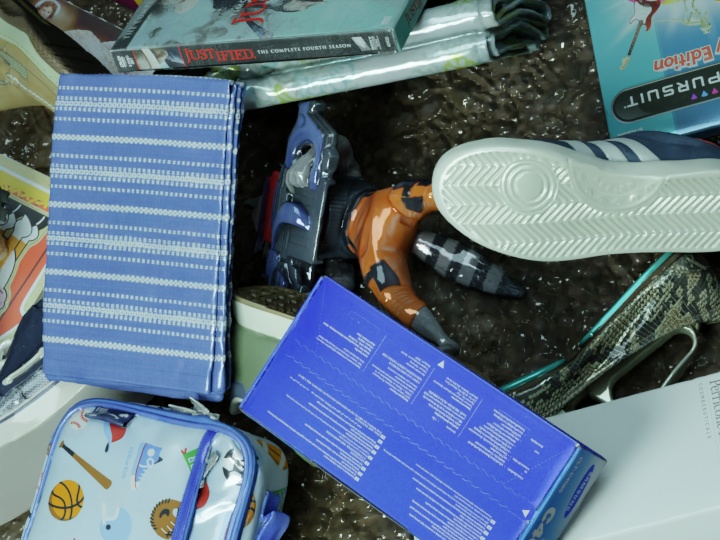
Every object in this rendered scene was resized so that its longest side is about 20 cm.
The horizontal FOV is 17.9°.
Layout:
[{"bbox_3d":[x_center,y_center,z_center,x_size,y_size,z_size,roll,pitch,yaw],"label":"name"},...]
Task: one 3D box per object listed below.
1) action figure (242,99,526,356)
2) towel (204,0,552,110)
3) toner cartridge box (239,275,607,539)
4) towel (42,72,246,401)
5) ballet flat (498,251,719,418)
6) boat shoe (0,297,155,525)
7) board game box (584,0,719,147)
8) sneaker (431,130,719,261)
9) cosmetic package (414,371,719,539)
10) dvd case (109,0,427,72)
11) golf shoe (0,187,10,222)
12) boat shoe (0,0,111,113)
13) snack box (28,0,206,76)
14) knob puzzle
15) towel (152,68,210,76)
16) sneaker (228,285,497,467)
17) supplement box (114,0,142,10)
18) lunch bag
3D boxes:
[{"bbox_3d":[0.000,0.000,1.484,0.193,0.104,0.201,25,105,35],"label":"action figure"},{"bbox_3d":[0.014,-0.145,1.489,0.199,0.171,0.048,-10,94,17],"label":"towel"},{"bbox_3d":[0.033,0.092,1.298,0.200,0.043,0.095,34,92,32],"label":"toner cartridge box"},{"bbox_3d":[-0.137,-0.023,1.442,0.144,0.024,0.201,4,91,30],"label":"towel"},{"bbox_3d":[0.142,0.068,1.397,0.200,0.068,0.075,-36,83,-1],"label":"ballet flat"},{"bbox_3d":[-0.223,0.089,1.524,0.200,0.075,0.093,-36,47,-5],"label":"boat shoe"},{"bbox_3d":[0.225,-0.169,1.488,0.150,0.047,0.201,-15,60,14],"label":"board game box"},{"bbox_3d":[0.141,-0.052,1.400,0.199,0.075,0.085,6,22,-4],"label":"sneaker"},{"bbox_3d":[0.136,0.144,1.330,0.199,0.085,0.108,-18,40,13],"label":"cosmetic package"},{"bbox_3d":[-0.045,-0.180,1.451,0.199,0.022,0.146,-2,40,27],"label":"dvd case"},{"bbox_3d":[-0.303,0.022,1.536,0.078,0.094,0.201,-8,70,46],"label":"golf shoe"},{"bbox_3d":[-0.240,-0.141,1.621,0.200,0.072,0.076,42,102,39],"label":"boat shoe"},{"bbox_3d":[-0.176,-0.134,1.637,0.199,0.024,0.072,28,79,30],"label":"snack box"},{"bbox_3d":[-0.306,0.000,1.617,0.218,0.030,0.221,-8,63,17],"label":"knob puzzle"},{"bbox_3d":[-0.049,-0.171,1.533,0.199,0.147,0.022,-25,94,-2],"label":"towel"},{"bbox_3d":[-0.005,0.081,1.404,0.200,0.067,0.090,23,110,33],"label":"sneaker"},{"bbox_3d":[-0.197,-0.288,1.677,0.199,0.103,0.131,26,76,30],"label":"supplement box"},{"bbox_3d":[-0.130,0.176,1.418,0.160,0.076,0.201,11,82,28],"label":"lunch bag"}]
